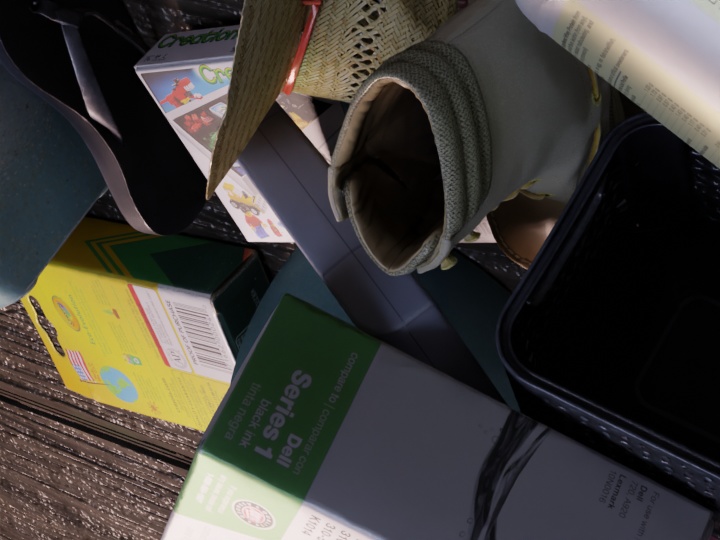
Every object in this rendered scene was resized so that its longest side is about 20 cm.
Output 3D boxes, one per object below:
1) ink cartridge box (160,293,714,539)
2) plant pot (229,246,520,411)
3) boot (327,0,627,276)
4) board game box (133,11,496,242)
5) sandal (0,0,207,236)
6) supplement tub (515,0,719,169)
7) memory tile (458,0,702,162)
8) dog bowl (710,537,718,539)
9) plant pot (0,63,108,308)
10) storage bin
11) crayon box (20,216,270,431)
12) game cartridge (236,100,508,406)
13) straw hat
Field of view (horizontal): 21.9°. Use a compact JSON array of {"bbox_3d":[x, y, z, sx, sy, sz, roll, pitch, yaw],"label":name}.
[{"bbox_3d":[0.026,0.113,0.790,0.200,0.084,0.146,27,151,1],"label":"ink cartridge box"},{"bbox_3d":[0.003,0.091,1.032,0.200,0.135,0.200,27,143,23],"label":"plant pot"},{"bbox_3d":[0.052,-0.043,0.782,0.072,0.155,0.200,28,143,22],"label":"boot"},{"bbox_3d":[-0.015,-0.070,0.956,0.200,0.035,0.126,2,133,45],"label":"board game box"},{"bbox_3d":[-0.135,-0.103,1.023,0.043,0.076,0.200,8,144,44],"label":"sandal"},{"bbox_3d":[0.144,-0.113,0.648,0.200,0.145,0.145,39,146,6],"label":"supplement tub"},{"bbox_3d":[0.091,-0.121,0.812,0.153,0.017,0.200,-15,115,52],"label":"memory tile"},{"bbox_3d":[0.236,0.160,0.872,0.200,0.074,0.200,41,163,15],"label":"dog bowl"},{"bbox_3d":[-0.259,-0.077,1.080,0.200,0.196,0.196,44,148,-19],"label":"plant pot"},{"bbox_3d":[0.172,0.038,0.773,0.200,0.135,0.094,26,164,22],"label":"storage bin"},{"bbox_3d":[-0.131,0.035,1.185,0.200,0.051,0.127,11,135,38],"label":"crayon box"},{"bbox_3d":[0.000,0.000,0.859,0.133,0.041,0.200,59,176,-39],"label":"game cartridge"},{"bbox_3d":[-0.001,-0.118,0.793,0.085,0.201,0.201,15,144,-2],"label":"straw hat"}]
